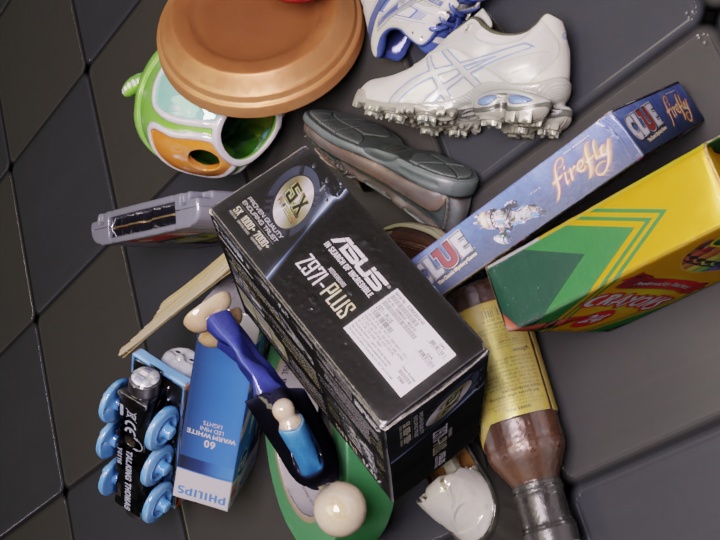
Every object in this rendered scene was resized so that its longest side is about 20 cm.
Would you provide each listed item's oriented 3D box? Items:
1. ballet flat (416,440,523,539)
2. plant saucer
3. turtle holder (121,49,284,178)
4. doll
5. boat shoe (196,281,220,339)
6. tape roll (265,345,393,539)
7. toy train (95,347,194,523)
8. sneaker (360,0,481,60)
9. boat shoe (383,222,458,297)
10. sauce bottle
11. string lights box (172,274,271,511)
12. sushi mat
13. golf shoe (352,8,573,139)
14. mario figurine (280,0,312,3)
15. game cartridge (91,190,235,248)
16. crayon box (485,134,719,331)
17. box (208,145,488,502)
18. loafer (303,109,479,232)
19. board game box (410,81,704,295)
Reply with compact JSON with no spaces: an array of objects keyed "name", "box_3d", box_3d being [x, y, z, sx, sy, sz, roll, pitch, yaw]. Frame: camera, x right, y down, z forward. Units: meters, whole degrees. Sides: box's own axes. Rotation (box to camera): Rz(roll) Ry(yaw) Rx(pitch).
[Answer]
[{"name":"ballet flat","box_3d":[0.066,0.157,0.780,0.068,0.068,0.201,-53,52,28]},{"name":"plant saucer","box_3d":[-0.095,-0.233,0.916,0.038,0.199,0.201,80,167,-62]},{"name":"turtle holder","box_3d":[-0.130,-0.172,0.985,0.131,0.185,0.142,33,143,43]},{"name":"doll","box_3d":[-0.057,0.112,0.745,0.048,0.137,0.200,-35,69,-6]},{"name":"boat shoe","box_3d":[-0.136,0.057,1.006,0.076,0.060,0.201,39,114,41]},{"name":"tape roll","box_3d":[-0.031,0.139,0.852,0.200,0.048,0.203,178,90,-65]},{"name":"toy train","box_3d":[-0.204,0.163,0.992,0.086,0.114,0.201,25,128,19]},{"name":"sneaker","box_3d":[0.077,-0.227,0.813,0.199,0.075,0.089,-2,93,55]},{"name":"boat shoe","box_3d":[0.002,0.006,0.839,0.202,0.074,0.075,-7,102,54]},{"name":"sauce bottle","box_3d":[0.116,0.106,0.736,0.065,0.064,0.202,-31,63,40]},{"name":"string lights box","box_3d":[-0.123,0.110,0.929,0.058,0.103,0.202,14,111,6]},{"name":"sushi mat","box_3d":[-0.157,0.015,0.936,0.012,0.096,0.200,45,130,-12]},{"name":"golf shoe","box_3d":[0.083,-0.159,0.793,0.199,0.078,0.098,7,89,37]},{"name":"mario figurine","box_3d":[-0.037,-0.327,0.861,0.123,0.106,0.201,0,60,49]},{"name":"game cartridge","box_3d":[-0.166,-0.049,0.995,0.199,0.132,0.041,-7,88,47]},{"name":"crayon box","box_3d":[0.195,-0.019,0.620,0.199,0.126,0.051,-33,65,40]},{"name":"box","box_3d":[-0.007,0.041,0.696,0.200,0.086,0.164,49,164,25]},{"name":"loafer","box_3d":[0.015,-0.086,0.859,0.199,0.071,0.063,31,120,39]},{"name":"board game box","box_3d":[0.130,-0.051,0.685,0.200,0.135,0.035,-37,84,37]}]
